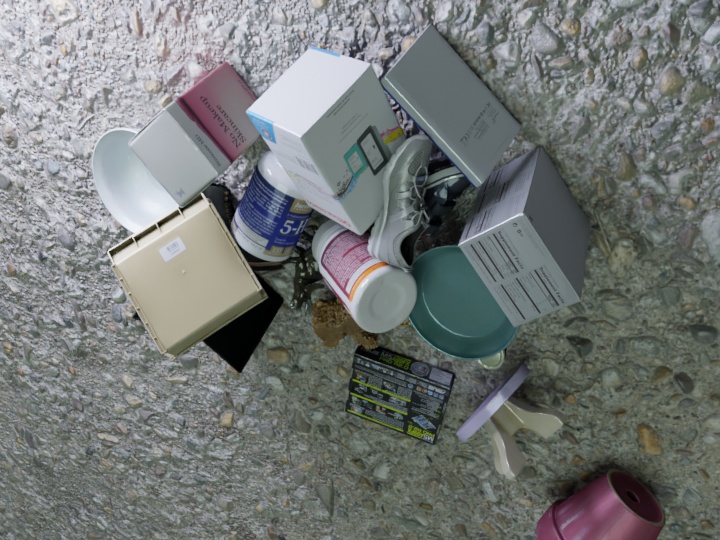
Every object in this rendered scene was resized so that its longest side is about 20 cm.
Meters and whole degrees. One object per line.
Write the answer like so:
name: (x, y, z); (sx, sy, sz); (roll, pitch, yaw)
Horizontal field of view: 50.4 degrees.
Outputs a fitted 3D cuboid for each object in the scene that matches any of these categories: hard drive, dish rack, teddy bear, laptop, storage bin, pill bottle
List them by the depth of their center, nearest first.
hard drive: (0.131, -0.234, 1.086); (0.200, 0.133, 0.025); (45, 150, -10)
dish rack: (0.141, -0.077, 1.220); (0.151, 0.055, 0.204); (-16, 105, 31)
pill bottle: (0.000, 0.000, 1.236); (0.112, 0.200, 0.117); (-14, 125, -21)
pill bottle: (-0.128, -0.129, 1.267); (0.118, 0.120, 0.202); (30, 118, 1)
storage bin: (-0.292, 0.009, 1.292); (0.198, 0.094, 0.201); (-32, 85, -7)
teddy bear: (0.005, 0.073, 1.397); (0.199, 0.067, 0.145); (-36, 113, 30)
laptop: (-0.280, 0.070, 1.431); (0.195, 0.189, 0.118); (5, 134, 26)

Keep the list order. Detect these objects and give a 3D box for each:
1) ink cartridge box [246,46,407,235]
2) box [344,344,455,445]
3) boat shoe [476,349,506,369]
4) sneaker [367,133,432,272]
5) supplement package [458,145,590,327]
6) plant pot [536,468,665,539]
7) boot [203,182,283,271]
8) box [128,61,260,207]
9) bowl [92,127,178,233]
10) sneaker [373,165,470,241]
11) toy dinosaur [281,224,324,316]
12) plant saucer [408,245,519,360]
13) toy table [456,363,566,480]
ink cartridge box: (-0.035, -0.187, 1.111); (0.146, 0.146, 0.201); (31, 161, 44)
box: (0.073, 0.239, 1.484); (0.195, 0.045, 0.163); (18, 128, 12)
boat shoe: (0.215, 0.060, 1.292); (0.070, 0.067, 0.205); (0, 107, 31)
sneaker: (0.075, -0.094, 1.091); (0.081, 0.074, 0.204); (33, 126, 32)
supplement package: (0.245, -0.052, 1.113); (0.110, 0.201, 0.157); (-26, 111, 35)
plant pot: (0.450, 0.474, 1.398); (0.198, 0.200, 0.181); (32, 114, -1)
boot: (-0.225, -0.084, 1.384); (0.195, 0.078, 0.142); (11, 106, -5)
box: (-0.248, -0.219, 1.213); (0.108, 0.201, 0.128); (-29, 109, 36)
bowl: (-0.373, -0.169, 1.364); (0.197, 0.090, 0.206); (14, 123, 22)
sneaker: (0.101, -0.094, 1.159); (0.198, 0.077, 0.081); (-24, 81, 41)
toy dinosaur: (-0.074, -0.025, 1.362); (0.101, 0.077, 0.201); (35, 108, -18)
plant saucer: (0.162, 0.046, 1.213); (0.195, 0.036, 0.205); (13, 122, 22)
toy table: (0.265, 0.270, 1.349); (0.117, 0.183, 0.201); (43, 142, 10)
